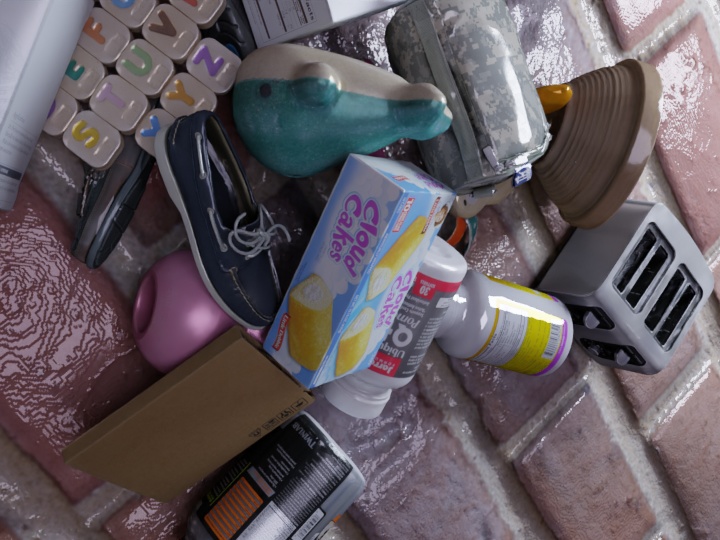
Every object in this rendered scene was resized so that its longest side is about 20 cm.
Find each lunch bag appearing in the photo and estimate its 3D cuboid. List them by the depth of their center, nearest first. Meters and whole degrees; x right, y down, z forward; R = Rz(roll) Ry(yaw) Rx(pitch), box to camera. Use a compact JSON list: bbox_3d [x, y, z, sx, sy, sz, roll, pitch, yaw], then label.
[{"bbox_3d":[0.105,-0.177,0.710,0.136,0.167,0.205,-19,94,23],"label":"lunch bag"}]

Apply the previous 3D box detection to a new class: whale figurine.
[{"bbox_3d":[-0.020,-0.131,0.624,0.194,0.159,0.107,10,90,12],"label":"whale figurine"}]

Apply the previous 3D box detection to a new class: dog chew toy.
[{"bbox_3d":[-0.126,0.053,0.713,0.196,0.123,0.128,15,91,-35],"label":"dog chew toy"}]

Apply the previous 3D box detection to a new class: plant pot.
[{"bbox_3d":[0.266,-0.161,0.843,0.090,0.201,0.206,17,90,-6],"label":"plant pot"}]

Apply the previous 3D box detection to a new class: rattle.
[{"bbox_3d":[0.166,-0.105,0.824,0.130,0.140,0.204,36,72,-50],"label":"rattle"}]

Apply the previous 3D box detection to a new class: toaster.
[{"bbox_3d":[0.360,0.014,0.946,0.181,0.118,0.202,43,78,-25],"label":"toaster"}]

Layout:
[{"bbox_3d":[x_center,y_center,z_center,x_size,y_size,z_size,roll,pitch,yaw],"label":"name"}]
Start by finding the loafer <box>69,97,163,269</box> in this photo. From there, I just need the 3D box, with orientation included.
[{"bbox_3d":[-0.232,-0.104,0.671,0.062,0.072,0.204,25,79,-7],"label":"loafer"}]

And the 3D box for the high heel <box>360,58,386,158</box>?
[{"bbox_3d":[0.030,-0.128,0.783,0.093,0.067,0.206,-3,104,-16],"label":"high heel"}]

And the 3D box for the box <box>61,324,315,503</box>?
[{"bbox_3d":[-0.158,0.147,0.683,0.198,0.021,0.164,-34,143,2],"label":"box"}]

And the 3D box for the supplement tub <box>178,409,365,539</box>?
[{"bbox_3d":[-0.099,0.258,0.750,0.200,0.122,0.123,-44,113,-13],"label":"supplement tub"}]

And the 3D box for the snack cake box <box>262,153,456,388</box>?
[{"bbox_3d":[0.000,0.000,0.654,0.114,0.067,0.204,-7,127,-57],"label":"snack cake box"}]

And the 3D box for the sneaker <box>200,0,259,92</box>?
[{"bbox_3d":[-0.098,-0.211,0.722,0.082,0.072,0.202,-48,120,-32],"label":"sneaker"}]

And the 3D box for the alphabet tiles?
[{"bbox_3d":[-0.214,-0.198,0.637,0.194,0.015,0.202,36,85,1],"label":"alphabet tiles"}]

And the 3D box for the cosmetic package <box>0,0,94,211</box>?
[{"bbox_3d":[-0.344,-0.181,0.543,0.195,0.123,0.205,22,86,-14],"label":"cosmetic package"}]

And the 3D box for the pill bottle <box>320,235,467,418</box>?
[{"bbox_3d":[0.028,0.056,0.772,0.108,0.111,0.204,15,111,-27],"label":"pill bottle"}]

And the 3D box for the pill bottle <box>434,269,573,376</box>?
[{"bbox_3d":[0.158,0.062,0.858,0.196,0.104,0.107,17,90,-28],"label":"pill bottle"}]

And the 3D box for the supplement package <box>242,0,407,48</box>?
[{"bbox_3d":[-0.022,-0.323,0.675,0.199,0.109,0.159,-34,112,-40],"label":"supplement package"}]

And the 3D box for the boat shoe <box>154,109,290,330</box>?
[{"bbox_3d":[-0.111,-0.042,0.623,0.075,0.061,0.205,-40,114,-55],"label":"boat shoe"}]
